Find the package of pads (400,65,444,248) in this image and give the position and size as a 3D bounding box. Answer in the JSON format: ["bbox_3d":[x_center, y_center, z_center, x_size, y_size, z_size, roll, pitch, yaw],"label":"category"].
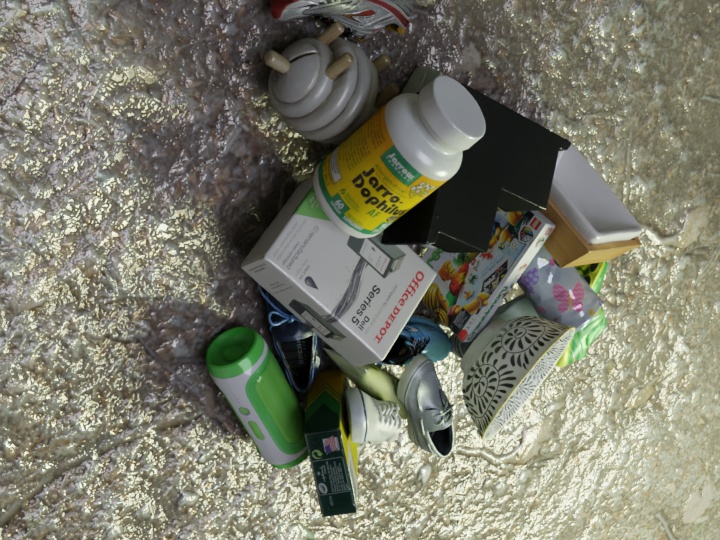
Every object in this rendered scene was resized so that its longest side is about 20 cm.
[{"bbox_3d":[0.089,-0.145,1.517,0.154,0.068,0.201,31,92,-39],"label":"package of pads"}]

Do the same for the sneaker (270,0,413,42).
[{"bbox_3d":[-0.015,-0.309,1.361,0.198,0.078,0.083,-11,117,-30],"label":"sneaker"}]

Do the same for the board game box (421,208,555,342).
[{"bbox_3d":[0.161,-0.019,1.561,0.034,0.126,0.201,7,121,-55],"label":"board game box"}]

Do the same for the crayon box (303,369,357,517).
[{"bbox_3d":[-0.037,0.221,1.538,0.050,0.200,0.128,-9,111,4],"label":"crayon box"}]

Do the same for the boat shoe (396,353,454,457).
[{"bbox_3d":[0.103,0.195,1.610,0.070,0.071,0.202,-43,146,-25],"label":"boat shoe"}]

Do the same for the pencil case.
[{"bbox_3d":[0.258,0.003,1.638,0.091,0.083,0.200,-40,95,4],"label":"pencil case"}]

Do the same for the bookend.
[{"bbox_3d":[0.148,-0.101,1.434,0.199,0.092,0.201,20,79,-35],"label":"bookend"}]

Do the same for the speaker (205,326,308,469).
[{"bbox_3d":[-0.129,0.169,1.502,0.088,0.088,0.201,-36,127,-15],"label":"speaker"}]

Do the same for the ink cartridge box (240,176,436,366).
[{"bbox_3d":[-0.024,0.000,1.416,0.200,0.084,0.146,41,65,-16],"label":"ink cartridge box"}]

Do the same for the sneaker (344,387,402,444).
[{"bbox_3d":[0.020,0.194,1.537,0.070,0.200,0.074,-9,79,4],"label":"sneaker"}]

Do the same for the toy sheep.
[{"bbox_3d":[-0.040,-0.218,1.352,0.199,0.138,0.139,28,94,-44],"label":"toy sheep"}]

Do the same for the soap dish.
[{"bbox_3d":[0.284,-0.093,1.588,0.157,0.201,0.081,-7,144,-50],"label":"soap dish"}]

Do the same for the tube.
[{"bbox_3d":[0.022,0.155,1.590,0.058,0.052,0.200,-20,149,20],"label":"tube"}]

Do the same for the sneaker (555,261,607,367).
[{"bbox_3d":[0.346,0.057,1.790,0.083,0.074,0.202,-5,123,-30],"label":"sneaker"}]

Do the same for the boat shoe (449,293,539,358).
[{"bbox_3d":[0.216,0.081,1.706,0.201,0.086,0.075,-25,100,-19],"label":"boat shoe"}]

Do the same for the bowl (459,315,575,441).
[{"bbox_3d":[0.201,0.129,1.586,0.201,0.094,0.201,-45,163,-18],"label":"bowl"}]

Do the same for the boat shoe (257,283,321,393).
[{"bbox_3d":[-0.079,0.070,1.483,0.083,0.069,0.201,-13,122,7],"label":"boat shoe"}]

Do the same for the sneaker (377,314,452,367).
[{"bbox_3d":[0.054,0.110,1.598,0.198,0.090,0.079,7,108,-37],"label":"sneaker"}]

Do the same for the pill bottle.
[{"bbox_3d":[0.046,-0.132,1.316,0.112,0.114,0.200,19,138,-39],"label":"pill bottle"}]
